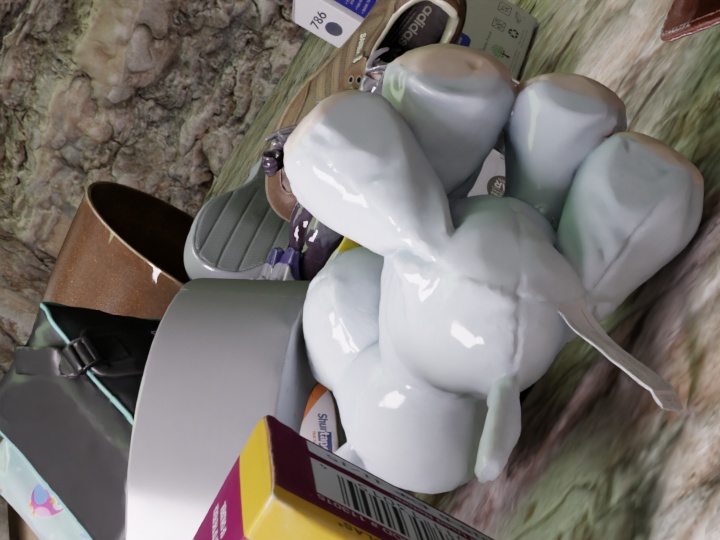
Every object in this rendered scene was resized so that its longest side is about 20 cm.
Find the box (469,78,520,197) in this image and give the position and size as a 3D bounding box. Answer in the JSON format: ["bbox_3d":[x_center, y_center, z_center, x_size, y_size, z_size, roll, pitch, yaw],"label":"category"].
[{"bbox_3d":[0.042,-0.012,0.853,0.200,0.060,0.117,-66,12,-25],"label":"box"}]

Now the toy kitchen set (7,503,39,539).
[{"bbox_3d":[-0.157,0.255,1.057,0.200,0.163,0.181,172,94,-66],"label":"toy kitchen set"}]

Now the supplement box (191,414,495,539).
[{"bbox_3d":[-0.025,0.174,0.494,0.200,0.131,0.103,-59,9,4],"label":"supplement box"}]

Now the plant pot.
[{"bbox_3d":[-0.181,0.066,1.110,0.200,0.187,0.187,-55,11,11],"label":"plant pot"}]

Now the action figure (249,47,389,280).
[{"bbox_3d":[-0.020,-0.043,0.856,0.130,0.069,0.200,11,78,66],"label":"action figure"}]

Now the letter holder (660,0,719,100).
[{"bbox_3d":[0.175,-0.178,0.563,0.200,0.100,0.142,-62,9,-4],"label":"letter holder"}]

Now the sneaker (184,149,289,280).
[{"bbox_3d":[-0.076,-0.022,1.045,0.071,0.073,0.200,-67,-7,29],"label":"sneaker"}]

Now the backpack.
[{"bbox_3d":[-0.120,0.113,0.900,0.200,0.176,0.154,-5,-51,-58],"label":"backpack"}]

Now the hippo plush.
[{"bbox_3d":[0.055,0.019,0.610,0.200,0.159,0.161,60,154,29],"label":"hippo plush"}]

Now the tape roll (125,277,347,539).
[{"bbox_3d":[-0.051,0.105,0.703,0.200,0.066,0.201,2,-90,-79],"label":"tape roll"}]

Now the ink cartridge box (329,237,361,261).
[{"bbox_3d":[0.000,0.000,1.000,0.200,0.067,0.116,-61,10,-3],"label":"ink cartridge box"}]

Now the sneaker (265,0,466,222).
[{"bbox_3d":[-0.001,-0.113,0.941,0.200,0.070,0.076,-57,12,13],"label":"sneaker"}]

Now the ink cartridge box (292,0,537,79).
[{"bbox_3d":[0.025,-0.188,1.018,0.039,0.200,0.100,-46,17,53],"label":"ink cartridge box"}]
